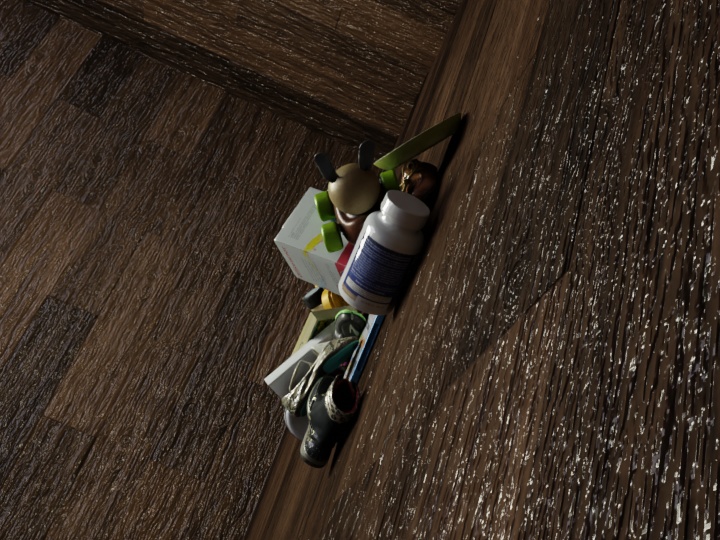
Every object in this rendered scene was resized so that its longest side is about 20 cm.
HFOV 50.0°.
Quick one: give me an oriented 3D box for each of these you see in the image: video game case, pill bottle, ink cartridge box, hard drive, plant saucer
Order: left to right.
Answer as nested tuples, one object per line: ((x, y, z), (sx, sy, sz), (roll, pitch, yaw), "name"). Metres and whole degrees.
((-0.111, 0.306, 1.653), (0.200, 0.105, 0.107), (133, 159, -80), "pill bottle")
((-0.108, 0.207, 1.714), (0.199, 0.026, 0.132), (-39, -33, -6), "hard drive")
((-0.041, -0.048, 1.542), (0.146, 0.198, 0.146), (-58, -30, -21), "ink cartridge box")
((0.011, 0.142, 1.541), (0.143, 0.018, 0.202), (-130, 63, -85), "video game case")
((0.045, -0.032, 1.344), (0.111, 0.110, 0.202), (-74, 7, -63), "pill bottle")
((0.118, -0.248, 1.522), (0.198, 0.031, 0.200), (-31, 4, 2), "plant saucer")

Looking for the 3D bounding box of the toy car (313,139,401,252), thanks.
((-0.013, -0.154, 1.388), (0.201, 0.162, 0.159), (69, -175, -51), "toy car")

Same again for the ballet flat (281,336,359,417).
((-0.089, 0.196, 1.543), (0.201, 0.075, 0.068), (-52, -23, -8), "ballet flat")

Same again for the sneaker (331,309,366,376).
((-0.031, 0.168, 1.640), (0.084, 0.076, 0.202), (-82, 2, -54), "sneaker")

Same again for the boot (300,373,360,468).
((-0.045, 0.235, 1.397), (0.205, 0.073, 0.155), (-79, 14, -53), "boot")

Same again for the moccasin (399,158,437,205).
((0.109, -0.173, 1.509), (0.202, 0.077, 0.074), (-73, 9, -59), "moccasin")

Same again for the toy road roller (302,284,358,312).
((-0.030, 0.060, 1.854), (0.145, 0.124, 0.200), (-27, 12, 32), "toy road roller")

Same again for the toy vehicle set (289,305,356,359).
((-0.092, 0.169, 1.739), (0.123, 0.027, 0.202), (-8, -47, -43), "toy vehicle set")

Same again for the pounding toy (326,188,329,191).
((0.012, -0.140, 1.942), (0.143, 0.184, 0.200), (-50, -9, 9), "pounding toy")

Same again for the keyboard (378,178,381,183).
((0.050, -0.136, 1.584), (0.200, 0.020, 0.129), (-159, 55, -71), "keyboard")
